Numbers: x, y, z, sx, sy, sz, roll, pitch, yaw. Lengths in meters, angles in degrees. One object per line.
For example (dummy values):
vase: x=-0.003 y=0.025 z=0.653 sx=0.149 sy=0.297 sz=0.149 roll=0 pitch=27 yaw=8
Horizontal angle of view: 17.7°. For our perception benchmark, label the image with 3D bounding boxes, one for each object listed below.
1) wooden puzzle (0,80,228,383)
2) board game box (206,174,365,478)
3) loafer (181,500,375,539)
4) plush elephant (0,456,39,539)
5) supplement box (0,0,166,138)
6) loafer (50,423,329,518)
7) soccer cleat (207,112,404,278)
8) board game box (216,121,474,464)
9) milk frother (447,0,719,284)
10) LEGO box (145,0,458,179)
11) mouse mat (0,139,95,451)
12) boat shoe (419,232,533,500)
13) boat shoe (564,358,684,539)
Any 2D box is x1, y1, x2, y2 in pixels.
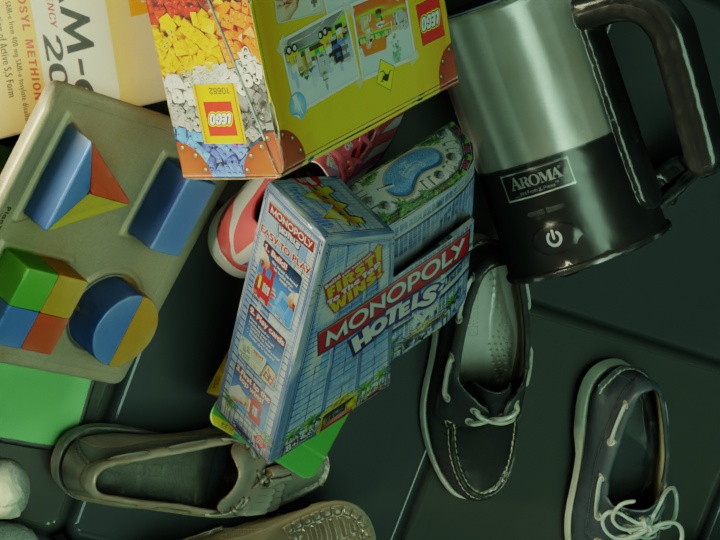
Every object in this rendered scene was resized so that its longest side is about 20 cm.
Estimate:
wooden puzzle: x=-0.164 y=-0.013 z=1.449 sx=0.200 sy=0.046 sz=0.185 roll=13 pitch=109 yaw=-55
board game box: x=-0.026 y=0.034 z=1.574 sx=0.096 sy=0.030 sz=0.200 roll=33 pitch=77 yaw=-28
loafer: x=-0.085 y=0.213 z=1.598 sx=0.200 sy=0.068 sz=0.076 roll=-16 pitch=85 yaw=-3
plush elephant: x=-0.298 y=0.210 z=1.446 sx=0.200 sy=0.165 sz=0.155 roll=4 pitch=63 yaw=-10
supplement box: x=-0.218 y=-0.152 z=1.427 sx=0.200 sy=0.074 sz=0.126 roll=-16 pitch=111 yaw=-20
loafer: x=-0.107 y=0.140 z=1.566 sx=0.200 sy=0.063 sz=0.072 roll=2 pitch=101 yaw=-26
soccer cleat: x=-0.021 y=-0.077 z=1.515 sx=0.068 sy=0.073 sz=0.200 roll=44 pitch=67 yaw=-12
board game box: x=0.000 y=0.000 z=1.474 sx=0.200 sy=0.062 sz=0.200 roll=-33 pitch=150 yaw=-23
milk frother: x=0.156 y=-0.112 z=1.582 sx=0.180 sy=0.200 sz=0.188 roll=-18 pitch=97 yaw=8
LEGO box: x=-0.034 y=-0.156 z=1.405 sx=0.200 sy=0.077 sz=0.149 roll=-31 pitch=116 yaw=-49
mouse mat: x=-0.234 y=0.015 z=1.508 sx=0.161 sy=0.008 sz=0.200 roll=13 pitch=99 yaw=-27
boat shoe: x=0.088 y=0.075 z=1.637 sx=0.074 sy=0.060 sz=0.200 roll=-4 pitch=107 yaw=-23
boat shoe: x=0.199 y=0.165 z=1.711 sx=0.075 sy=0.062 sz=0.200 roll=-7 pitch=109 yaw=-28
